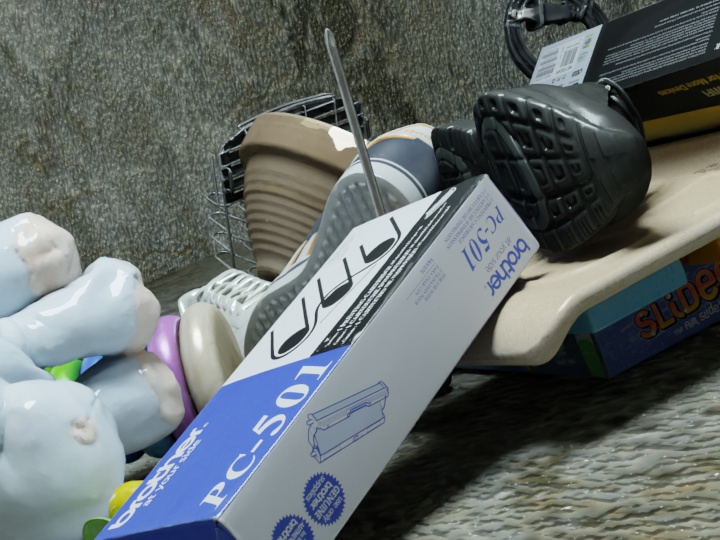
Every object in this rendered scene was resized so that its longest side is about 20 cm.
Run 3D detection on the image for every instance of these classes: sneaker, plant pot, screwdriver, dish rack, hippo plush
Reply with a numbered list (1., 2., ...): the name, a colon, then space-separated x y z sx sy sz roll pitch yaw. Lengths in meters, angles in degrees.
1. sneaker: 0.096 -0.059 0.674 0.090 0.076 0.200 -22 10 -9
2. plant pot: -0.006 -0.015 0.986 0.093 0.200 0.201 -62 16 -11
3. screwdriver: 0.007 -0.025 0.732 0.029 0.201 0.028 -15 22 17
4. sneaker: 0.000 0.000 0.828 0.079 0.078 0.200 -50 -4 -45
5. dish rack: -0.054 -0.035 1.118 0.153 0.201 0.054 -25 33 -34
6. hippo plush: -0.178 0.054 0.705 0.199 0.160 0.161 20 2 -12
7. sneaker: -0.076 0.037 0.973 0.076 0.081 0.200 -22 -1 -28

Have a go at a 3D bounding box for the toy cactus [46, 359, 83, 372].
1. toy cactus: -0.165 0.089 0.976 0.199 0.103 0.165 -23 -14 19

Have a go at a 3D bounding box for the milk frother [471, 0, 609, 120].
1. milk frother: 0.188 -0.143 1.128 0.180 0.201 0.188 -21 5 -37

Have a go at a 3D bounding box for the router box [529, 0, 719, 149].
1. router box: 0.200 -0.080 0.760 0.200 0.157 0.052 -11 56 64

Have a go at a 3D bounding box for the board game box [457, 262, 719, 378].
1. board game box: 0.125 0.011 0.756 0.135 0.035 0.200 -25 7 -21

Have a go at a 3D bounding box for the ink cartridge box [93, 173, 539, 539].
1. ink cartridge box: -0.013 0.047 0.585 0.094 0.044 0.200 -21 24 50

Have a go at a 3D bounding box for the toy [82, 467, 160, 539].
1. toy: -0.052 0.077 0.690 0.200 0.047 0.115 -42 -6 -45

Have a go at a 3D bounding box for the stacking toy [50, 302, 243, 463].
1. stacking toy: -0.166 0.086 0.849 0.199 0.086 0.085 -17 6 6

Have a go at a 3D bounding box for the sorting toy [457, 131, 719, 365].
1. sorting toy: 0.112 -0.008 0.672 0.199 0.037 0.185 -31 10 -24
